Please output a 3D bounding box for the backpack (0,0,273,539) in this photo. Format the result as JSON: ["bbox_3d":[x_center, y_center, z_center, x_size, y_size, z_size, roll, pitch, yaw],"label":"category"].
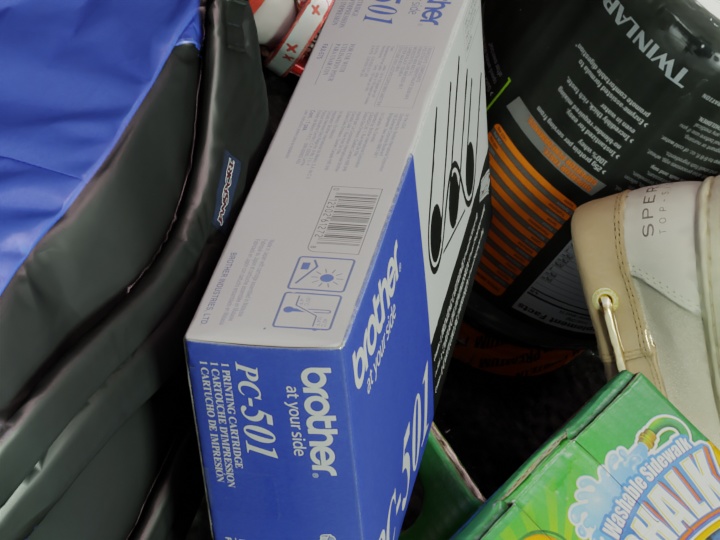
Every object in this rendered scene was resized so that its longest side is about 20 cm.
[{"bbox_3d":[-0.119,0.028,0.696,0.167,0.163,0.200,6,48,21],"label":"backpack"}]

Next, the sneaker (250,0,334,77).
[{"bbox_3d":[-0.046,-0.104,0.898,0.201,0.067,0.108,-27,71,-44],"label":"sneaker"}]

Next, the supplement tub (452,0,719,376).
[{"bbox_3d":[0.087,-0.055,0.852,0.122,0.200,0.123,16,52,-21],"label":"supplement tub"}]

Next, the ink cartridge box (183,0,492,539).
[{"bbox_3d":[0.000,0.000,0.724,0.044,0.094,0.200,3,35,12],"label":"ink cartridge box"}]

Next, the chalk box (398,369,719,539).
[{"bbox_3d":[0.061,0.125,0.758,0.200,0.125,0.124,44,46,6],"label":"chalk box"}]

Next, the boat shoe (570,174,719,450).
[{"bbox_3d":[0.103,0.059,0.820,0.069,0.201,0.074,1,28,17],"label":"boat shoe"}]
